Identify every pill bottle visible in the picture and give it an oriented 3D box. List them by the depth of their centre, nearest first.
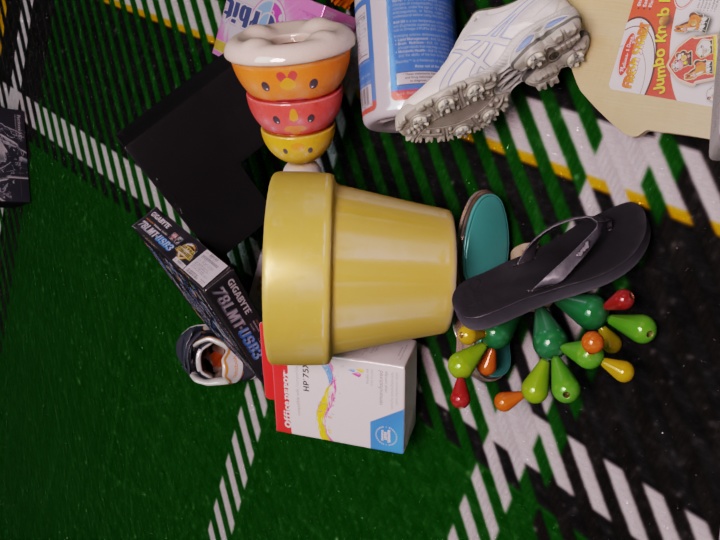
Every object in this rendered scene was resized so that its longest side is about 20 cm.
[{"bbox_3d":[0.051,-0.261,0.763,0.111,0.112,0.203,-3,90,40],"label":"pill bottle"}]

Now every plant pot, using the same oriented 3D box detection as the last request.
[{"bbox_3d":[0.000,0.000,0.735,0.186,0.201,0.204,2,94,-2],"label":"plant pot"}]

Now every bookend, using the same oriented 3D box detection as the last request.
[{"bbox_3d":[-0.166,-0.146,0.890,0.200,0.199,0.092,-40,31,-8],"label":"bookend"}]

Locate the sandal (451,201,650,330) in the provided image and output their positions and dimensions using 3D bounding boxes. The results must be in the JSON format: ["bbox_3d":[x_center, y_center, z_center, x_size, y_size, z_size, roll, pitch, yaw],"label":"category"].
[{"bbox_3d":[0.176,-0.008,0.641,0.198,0.043,0.076,-28,35,1],"label":"sandal"}]

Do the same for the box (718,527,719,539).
[{"bbox_3d":[0.386,0.234,0.538,0.198,0.047,0.196,9,100,40],"label":"box"}]

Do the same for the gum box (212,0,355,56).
[{"bbox_3d":[-0.101,-0.307,0.920,0.199,0.066,0.115,35,113,34],"label":"gum box"}]

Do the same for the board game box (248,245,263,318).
[{"bbox_3d":[-0.061,-0.003,0.903,0.147,0.064,0.202,32,111,36],"label":"board game box"}]

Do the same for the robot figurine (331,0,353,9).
[{"bbox_3d":[-0.027,-0.437,0.857,0.144,0.058,0.202,-32,72,36],"label":"robot figurine"}]

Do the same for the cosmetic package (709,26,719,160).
[{"bbox_3d":[0.324,-0.157,0.451,0.163,0.200,0.167,6,98,25],"label":"cosmetic package"}]

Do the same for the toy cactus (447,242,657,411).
[{"bbox_3d":[0.172,0.047,0.675,0.198,0.102,0.167,-21,55,20],"label":"toy cactus"}]

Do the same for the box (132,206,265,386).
[{"bbox_3d":[-0.194,0.034,0.916,0.198,0.050,0.201,36,157,42],"label":"box"}]

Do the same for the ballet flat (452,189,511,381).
[{"bbox_3d":[0.120,0.017,0.750,0.067,0.067,0.203,-179,89,-65],"label":"ballet flat"}]

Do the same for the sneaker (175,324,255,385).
[{"bbox_3d":[-0.232,0.124,1.048,0.198,0.079,0.080,1,94,42],"label":"sneaker"}]

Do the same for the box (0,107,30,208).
[{"bbox_3d":[-0.806,-0.237,1.458,0.103,0.181,0.203,-6,89,40],"label":"box"}]

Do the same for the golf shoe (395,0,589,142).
[{"bbox_3d":[0.116,-0.201,0.683,0.198,0.078,0.098,-27,62,13],"label":"golf shoe"}]

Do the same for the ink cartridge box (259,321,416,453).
[{"bbox_3d":[-0.036,0.133,0.820,0.197,0.067,0.118,6,114,16],"label":"ink cartridge box"}]

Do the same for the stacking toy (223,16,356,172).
[{"bbox_3d":[-0.069,-0.175,0.802,0.145,0.146,0.202,21,130,38],"label":"stacking toy"}]

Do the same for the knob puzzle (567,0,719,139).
[{"bbox_3d":[0.273,-0.218,0.625,0.218,0.030,0.223,3,95,41],"label":"knob puzzle"}]
